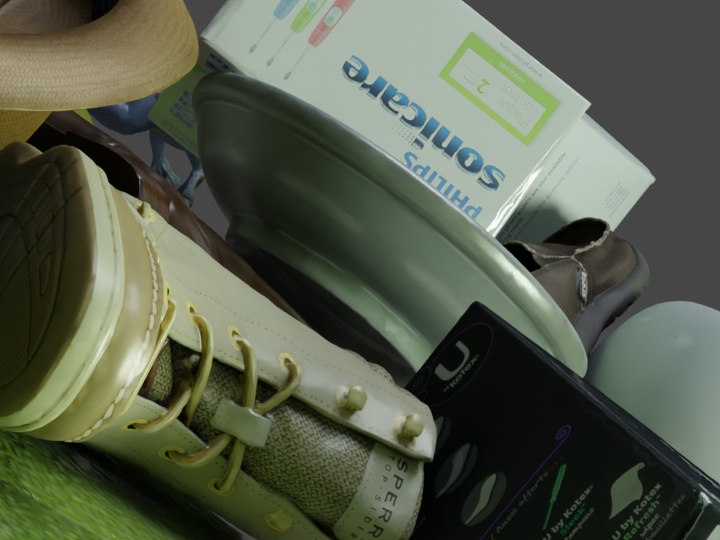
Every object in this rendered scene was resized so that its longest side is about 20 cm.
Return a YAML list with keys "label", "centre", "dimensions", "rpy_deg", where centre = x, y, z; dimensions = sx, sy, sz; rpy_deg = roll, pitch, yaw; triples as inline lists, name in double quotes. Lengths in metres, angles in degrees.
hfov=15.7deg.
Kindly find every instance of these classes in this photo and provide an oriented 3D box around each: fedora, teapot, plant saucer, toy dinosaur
- label: "fedora"
  centre: [-0.156, -0.088, 0.925]
  dimensions: [0.200, 0.082, 0.201]
  rpy_deg: [21, 29, -12]
- label: "teapot"
  centre: [0.157, 0.123, 1.214]
  dimensions: [0.197, 0.146, 0.200]
  rpy_deg: [42, -13, 12]
- label: "plant saucer"
  centre: [0.000, 0.000, 1.077]
  dimensions: [0.200, 0.050, 0.200]
  rpy_deg: [35, -11, 8]
- label: "toy dinosaur"
  centre: [-0.099, -0.088, 1.506]
  dimensions: [0.181, 0.200, 0.105]
  rpy_deg: [4, 33, -20]

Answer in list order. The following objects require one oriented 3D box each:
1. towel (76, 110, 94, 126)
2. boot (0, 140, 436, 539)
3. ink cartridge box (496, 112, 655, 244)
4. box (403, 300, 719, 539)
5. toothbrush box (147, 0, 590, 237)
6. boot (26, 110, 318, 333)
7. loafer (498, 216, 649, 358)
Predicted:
- label: "towel"
  centre: [-0.149, -0.072, 1.189]
  dimensions: [0.086, 0.018, 0.200]
  rpy_deg: [26, 31, -56]
- label: "boot"
  centre: [-0.044, 0.035, 0.736]
  dimensions: [0.155, 0.073, 0.200]
  rpy_deg: [35, -2, -16]
- label: "ink cartridge box"
  centre: [0.020, -0.028, 1.337]
  dimensions: [0.175, 0.200, 0.084]
  rpy_deg: [38, 1, -36]
- label: "box"
  centre: [0.075, 0.106, 0.794]
  dimensions: [0.122, 0.106, 0.200]
  rpy_deg: [38, 2, -22]
- label: "toothbrush box"
  centre: [-0.003, -0.070, 1.149]
  dimensions: [0.145, 0.086, 0.200]
  rpy_deg: [38, -10, -4]
- label: "boot"
  centre: [-0.097, -0.013, 1.062]
  dimensions: [0.186, 0.064, 0.200]
  rpy_deg: [39, -1, 37]
- label: "loafer"
  centre: [0.084, 0.007, 1.245]
  dimensions: [0.071, 0.073, 0.200]
  rpy_deg: [54, 22, -5]
